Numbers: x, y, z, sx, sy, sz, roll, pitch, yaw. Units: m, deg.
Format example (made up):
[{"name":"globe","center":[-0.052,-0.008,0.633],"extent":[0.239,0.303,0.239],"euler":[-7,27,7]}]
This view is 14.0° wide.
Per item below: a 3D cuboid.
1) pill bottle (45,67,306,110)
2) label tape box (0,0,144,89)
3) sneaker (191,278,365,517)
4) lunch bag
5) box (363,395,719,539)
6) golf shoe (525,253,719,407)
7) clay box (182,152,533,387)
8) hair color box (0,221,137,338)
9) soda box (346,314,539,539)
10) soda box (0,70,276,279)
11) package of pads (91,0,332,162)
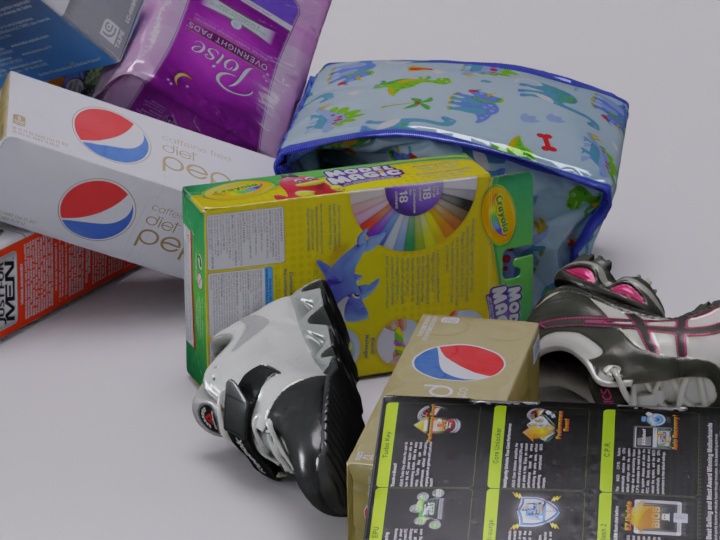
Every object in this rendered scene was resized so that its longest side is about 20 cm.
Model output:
[{"name":"pill bottle","center":[-0.141,-0.126,1.959],"extent":[0.200,0.112,0.112],"euler":[12,15,-25]},{"name":"label tape box","center":[-0.249,-0.192,1.782],"extent":[0.143,0.200,0.066],"euler":[-9,50,43]},{"name":"sneaker","center":[-0.043,0.080,1.553],"extent":[0.088,0.074,0.200],"euler":[-19,24,3]},{"name":"lunch bag","center":[0.052,-0.060,1.793],"extent":[0.200,0.128,0.170],"euler":[20,22,0]},{"name":"box","center":[0.095,0.141,1.327],"extent":[0.193,0.048,0.200],"euler":[0,41,6]},{"name":"golf shoe","center":[0.175,0.058,1.612],"extent":[0.200,0.077,0.088],"euler":[14,45,37]},{"name":"clay box","center":[0.000,0.000,1.675],"extent":[0.199,0.115,0.048],"euler":[-7,22,-20]},{"name":"hair color box","center":[-0.213,-0.023,1.808],"extent":[0.111,0.064,0.200],"euler":[14,24,29]},{"name":"soda box","center":[0.045,0.089,1.516],"extent":[0.068,0.064,0.200],"euler":[5,21,11]},{"name":"soda box","center":[-0.129,-0.048,1.754],"extent":[0.200,0.064,0.068],"euler":[17,35,-17]},{"name":"package of pads","center":[-0.093,-0.140,1.866],"extent":[0.120,0.076,0.200],"euler":[29,44,-12]}]
